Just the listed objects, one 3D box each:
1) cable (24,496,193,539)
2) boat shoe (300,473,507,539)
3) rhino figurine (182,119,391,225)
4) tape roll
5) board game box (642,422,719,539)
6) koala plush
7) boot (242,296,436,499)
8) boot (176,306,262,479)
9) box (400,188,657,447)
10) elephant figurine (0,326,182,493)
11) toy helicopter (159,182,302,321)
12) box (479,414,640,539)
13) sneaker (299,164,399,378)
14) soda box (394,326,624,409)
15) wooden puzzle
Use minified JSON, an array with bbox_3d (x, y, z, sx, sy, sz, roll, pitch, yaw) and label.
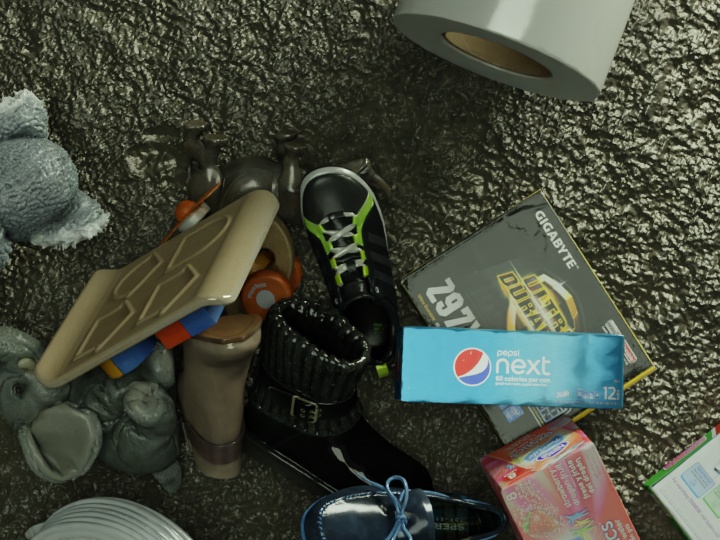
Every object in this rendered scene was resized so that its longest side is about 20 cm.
[{"bbox_3d":[-0.217,0.299,1.492,0.200,0.069,0.200,-32,91,32],"label":"cable"},{"bbox_3d":[0.041,0.211,1.444,0.200,0.069,0.084,-3,76,-39],"label":"boat shoe"},{"bbox_3d":[-0.070,-0.084,1.555,0.199,0.060,0.088,6,114,0],"label":"rhino figurine"},{"bbox_3d":[0.145,-0.254,1.499,0.202,0.203,0.140,20,87,1],"label":"tape roll"},{"bbox_3d":[0.389,0.199,1.550,0.200,0.040,0.153,-37,87,-2],"label":"board game box"},{"bbox_3d":[-0.342,-0.055,1.514,0.200,0.184,0.178,-28,87,-13],"label":"koala plush"},{"bbox_3d":[-0.008,0.129,1.499,0.211,0.079,0.158,24,122,2],"label":"boot"},{"bbox_3d":[-0.122,0.110,1.454,0.070,0.200,0.147,-3,98,-11],"label":"boot"},{"bbox_3d":[0.154,0.050,1.557,0.159,0.049,0.200,-32,87,0],"label":"box"},{"bbox_3d":[-0.267,0.121,1.515,0.199,0.142,0.156,-4,72,-6],"label":"elephant figurine"},{"bbox_3d":[-0.158,-0.004,1.542,0.200,0.079,0.133,-20,107,14],"label":"toy helicopter"},{"bbox_3d":[0.197,0.246,1.495,0.094,0.103,0.200,-27,103,-2],"label":"box"},{"bbox_3d":[0.000,0.000,1.516,0.072,0.083,0.200,-19,107,0],"label":"sneaker"},{"bbox_3d":[0.132,0.087,1.494,0.199,0.064,0.068,2,87,-4],"label":"soda box"},{"bbox_3d":[-0.166,0.023,1.430,0.200,0.185,0.046,-24,113,24],"label":"wooden puzzle"}]
